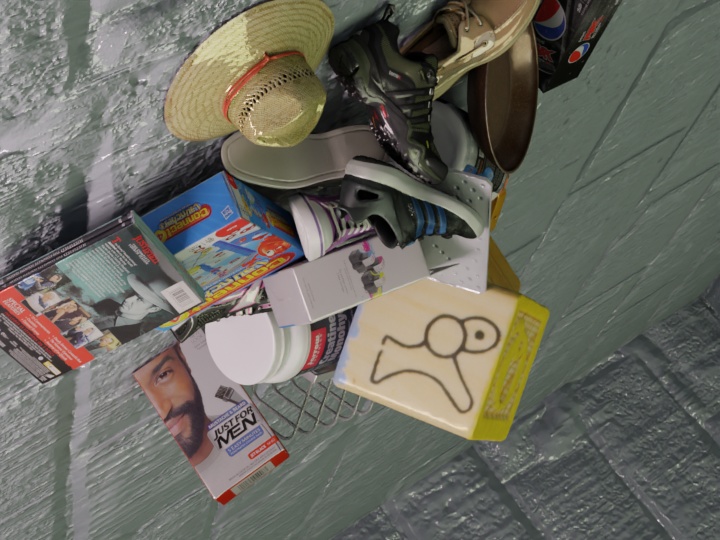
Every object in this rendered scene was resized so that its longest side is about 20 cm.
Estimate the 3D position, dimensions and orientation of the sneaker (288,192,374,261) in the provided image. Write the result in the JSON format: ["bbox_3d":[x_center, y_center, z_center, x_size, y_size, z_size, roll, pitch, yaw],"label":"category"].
[{"bbox_3d":[-0.017,-0.064,1.411,0.113,0.073,0.200,-17,-175,3],"label":"sneaker"}]

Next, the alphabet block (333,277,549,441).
[{"bbox_3d":[0.109,0.099,1.662,0.196,0.199,0.197,17,93,-69],"label":"alphabet block"}]

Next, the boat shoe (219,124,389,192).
[{"bbox_3d":[-0.065,-0.119,1.374,0.199,0.074,0.060,-11,170,-32],"label":"boat shoe"}]

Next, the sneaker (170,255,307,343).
[{"bbox_3d":[-0.139,0.026,1.516,0.200,0.086,0.080,-39,-164,3],"label":"sneaker"}]

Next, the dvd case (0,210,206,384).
[{"bbox_3d":[-0.273,0.031,1.270,0.199,0.022,0.146,-26,138,10],"label":"dvd case"}]

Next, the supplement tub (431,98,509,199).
[{"bbox_3d":[0.112,-0.139,1.589,0.123,0.123,0.200,-44,160,16],"label":"supplement tub"}]

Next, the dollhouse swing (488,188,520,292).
[{"bbox_3d":[0.138,-0.021,1.830,0.199,0.176,0.182,-31,160,-19],"label":"dollhouse swing"}]

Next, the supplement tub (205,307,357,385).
[{"bbox_3d":[-0.089,0.066,1.664,0.199,0.141,0.141,-16,151,-50],"label":"supplement tub"}]

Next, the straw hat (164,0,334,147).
[{"bbox_3d":[-0.082,-0.165,1.225,0.200,0.085,0.201,-34,161,-13],"label":"straw hat"}]

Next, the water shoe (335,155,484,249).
[{"bbox_3d":[0.050,-0.059,1.386,0.199,0.071,0.079,23,88,-38],"label":"water shoe"}]

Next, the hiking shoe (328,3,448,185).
[{"bbox_3d":[0.055,-0.179,1.346,0.101,0.076,0.200,-40,125,-6],"label":"hiking shoe"}]

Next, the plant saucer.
[{"bbox_3d":[0.165,-0.215,1.505,0.200,0.036,0.202,4,90,-66],"label":"plant saucer"}]

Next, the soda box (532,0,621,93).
[{"bbox_3d":[0.261,-0.311,1.558,0.070,0.063,0.200,-26,157,-30],"label":"soda box"}]

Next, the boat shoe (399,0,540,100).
[{"bbox_3d":[0.112,-0.258,1.390,0.200,0.071,0.064,-42,153,8],"label":"boat shoe"}]

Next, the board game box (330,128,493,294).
[{"bbox_3d":[0.061,-0.069,1.506,0.201,0.199,0.026,86,26,-51],"label":"board game box"}]

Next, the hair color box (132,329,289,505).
[{"bbox_3d":[-0.194,0.188,1.657,0.111,0.200,0.064,-35,162,-7],"label":"hair color box"}]

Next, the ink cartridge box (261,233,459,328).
[{"bbox_3d":[0.000,0.000,1.473,0.199,0.068,0.115,-20,-177,-23],"label":"ink cartridge box"}]

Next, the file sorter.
[{"bbox_3d":[-0.071,0.149,1.837,0.199,0.138,0.125,-11,126,-54],"label":"file sorter"}]

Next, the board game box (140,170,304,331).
[{"bbox_3d":[-0.183,-0.014,1.370,0.199,0.056,0.196,-28,163,11],"label":"board game box"}]
